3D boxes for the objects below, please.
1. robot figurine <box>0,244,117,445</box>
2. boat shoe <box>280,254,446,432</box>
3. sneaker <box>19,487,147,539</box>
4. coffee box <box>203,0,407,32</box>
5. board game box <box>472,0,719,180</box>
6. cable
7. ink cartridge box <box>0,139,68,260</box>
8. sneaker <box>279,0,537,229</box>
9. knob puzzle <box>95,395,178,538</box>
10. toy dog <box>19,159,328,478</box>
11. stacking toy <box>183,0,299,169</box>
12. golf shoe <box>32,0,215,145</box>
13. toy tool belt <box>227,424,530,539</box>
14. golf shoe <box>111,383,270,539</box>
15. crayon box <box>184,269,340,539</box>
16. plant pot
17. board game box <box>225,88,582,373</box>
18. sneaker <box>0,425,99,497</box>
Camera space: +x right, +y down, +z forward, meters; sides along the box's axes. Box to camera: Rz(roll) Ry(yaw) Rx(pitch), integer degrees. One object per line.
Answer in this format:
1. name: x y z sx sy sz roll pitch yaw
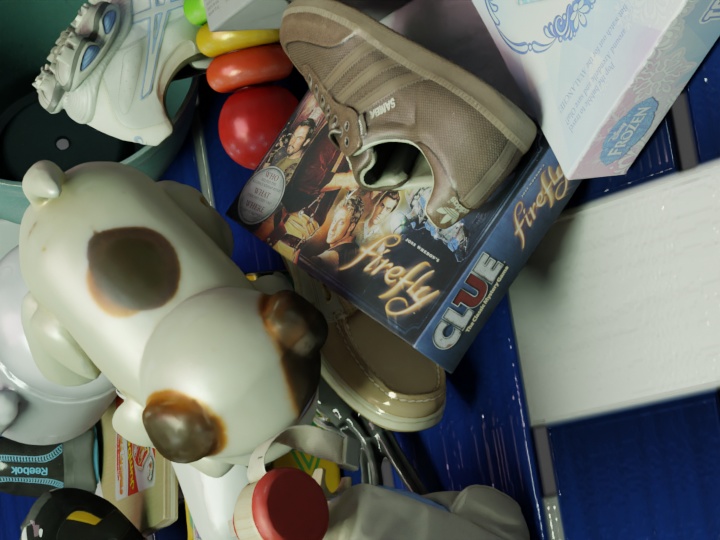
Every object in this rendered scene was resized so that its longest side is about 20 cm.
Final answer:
1. robot figurine: -0.204 0.045 1.762 0.113 0.170 0.200 34 152 -3
2. boat shoe: 0.000 0.000 1.513 0.201 0.073 0.069 63 147 34
3. sneaker: -0.135 0.211 1.710 0.090 0.070 0.200 7 144 44
4. coffee box: -0.041 -0.244 1.501 0.080 0.114 0.201 -29 71 56
5. board game box: 0.118 -0.185 1.317 0.200 0.043 0.200 -58 47 45
6. cable: 0.001 0.086 1.556 0.200 0.097 0.050 54 172 12
7. ink cartridge box: -0.278 -0.069 1.893 0.200 0.144 0.084 56 140 39
8. sneaker: 0.005 -0.086 1.398 0.076 0.070 0.200 -53 40 -6
9. knob puzzle: -0.145 0.093 1.804 0.220 0.030 0.221 -177 90 -71
10. toy dog: -0.092 0.027 1.448 0.200 0.139 0.194 42 160 42
11. stacking toy: -0.073 -0.161 1.613 0.085 0.085 0.201 -15 89 58
12. golf shoe: -0.125 -0.163 1.665 0.201 0.097 0.078 -65 12 -26
13. toy tool belt: -0.009 0.164 1.433 0.123 0.199 0.126 -24 53 47
14. golf shoe: -0.113 0.074 1.599 0.073 0.092 0.201 -31 70 55
15. crayon box: -0.066 0.101 1.661 0.126 0.051 0.201 -3 92 59
16. plant pot: -0.199 -0.108 1.737 0.134 0.199 0.201 89 160 -62
17. board game box: 0.022 -0.045 1.439 0.136 0.035 0.200 -56 40 -1
18. sneaker: -0.251 0.120 1.924 0.200 0.081 0.074 -170 79 -69
